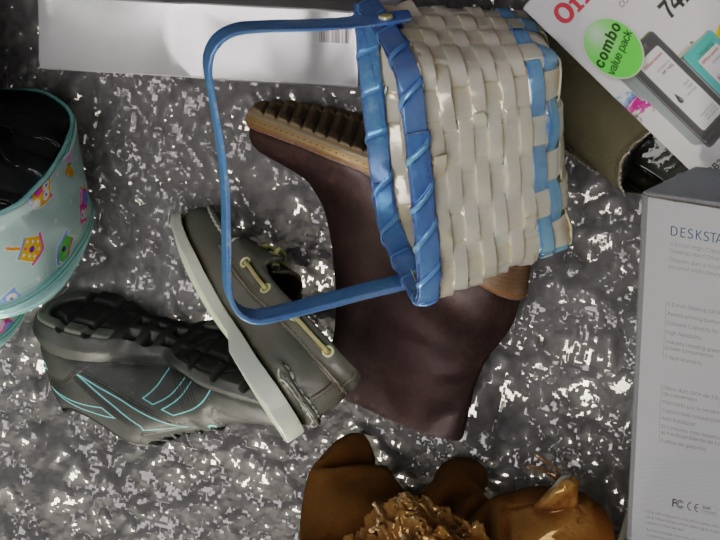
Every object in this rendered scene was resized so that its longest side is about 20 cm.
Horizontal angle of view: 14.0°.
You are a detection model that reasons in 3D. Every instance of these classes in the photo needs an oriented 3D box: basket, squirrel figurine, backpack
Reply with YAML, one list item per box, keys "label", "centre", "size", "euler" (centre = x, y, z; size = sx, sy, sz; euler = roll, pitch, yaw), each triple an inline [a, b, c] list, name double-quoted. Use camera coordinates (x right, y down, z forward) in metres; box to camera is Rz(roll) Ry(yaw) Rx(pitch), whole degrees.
- label: "basket"
  centre: [0.014, -0.063, 1.664]
  size: [0.199, 0.139, 0.177]
  euler: [-9, 116, -14]
- label: "squirrel figurine"
  centre: [0.054, 0.180, 1.767]
  size: [0.186, 0.200, 0.142]
  euler: [-3, 100, 24]
- label: "backpack"
  centre: [-0.263, -0.032, 1.805]
  size: [0.199, 0.176, 0.154]
  euler: [-5, 121, 17]

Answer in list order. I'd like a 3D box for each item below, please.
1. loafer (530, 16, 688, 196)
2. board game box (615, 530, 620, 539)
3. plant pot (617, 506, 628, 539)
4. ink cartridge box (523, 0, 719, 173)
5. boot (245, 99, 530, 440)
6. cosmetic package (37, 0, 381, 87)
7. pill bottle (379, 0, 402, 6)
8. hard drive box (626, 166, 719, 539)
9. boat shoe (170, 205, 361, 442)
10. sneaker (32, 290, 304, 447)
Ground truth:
- label: "loafer"
  centre: [0.159, -0.088, 1.733]
  size: [0.199, 0.070, 0.075]
  euler: [27, 110, 6]
- label: "board game box"
  centre: [0.218, 0.204, 1.818]
  size: [0.200, 0.034, 0.136]
  euler: [-37, 94, 20]
- label: "plant pot"
  centre: [0.256, 0.216, 1.701]
  size: [0.199, 0.200, 0.178]
  euler: [2, 116, 14]
- label: "ink cartridge box"
  centre: [0.227, -0.151, 1.636]
  size: [0.200, 0.146, 0.147]
  euler: [43, 136, 0]
- label: "boot"
  centre: [0.000, 0.000, 1.798]
  size: [0.199, 0.072, 0.167]
  euler: [24, 111, 8]
- label: "cosmetic package"
  centre: [-0.088, -0.146, 1.775]
  size: [0.199, 0.083, 0.051]
  euler: [4, 109, 14]
- label: "pill bottle"
  centre: [-0.009, -0.260, 1.706]
  size: [0.114, 0.114, 0.200]
  euler: [-41, 92, 21]
- label: "hard drive box"
  centre: [0.231, 0.057, 1.587]
  size: [0.155, 0.077, 0.201]
  euler: [11, 108, 29]
- label: "boat shoe"
  centre: [-0.059, 0.022, 1.779]
  size: [0.060, 0.202, 0.072]
  euler: [-31, 133, -1]
- label: "sneaker"
  centre: [-0.112, 0.071, 1.852]
  size: [0.199, 0.075, 0.080]
  euler: [15, 121, 23]
